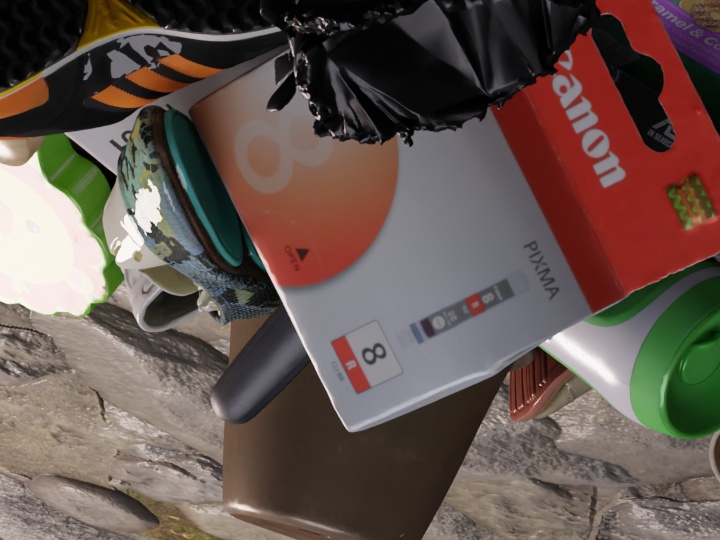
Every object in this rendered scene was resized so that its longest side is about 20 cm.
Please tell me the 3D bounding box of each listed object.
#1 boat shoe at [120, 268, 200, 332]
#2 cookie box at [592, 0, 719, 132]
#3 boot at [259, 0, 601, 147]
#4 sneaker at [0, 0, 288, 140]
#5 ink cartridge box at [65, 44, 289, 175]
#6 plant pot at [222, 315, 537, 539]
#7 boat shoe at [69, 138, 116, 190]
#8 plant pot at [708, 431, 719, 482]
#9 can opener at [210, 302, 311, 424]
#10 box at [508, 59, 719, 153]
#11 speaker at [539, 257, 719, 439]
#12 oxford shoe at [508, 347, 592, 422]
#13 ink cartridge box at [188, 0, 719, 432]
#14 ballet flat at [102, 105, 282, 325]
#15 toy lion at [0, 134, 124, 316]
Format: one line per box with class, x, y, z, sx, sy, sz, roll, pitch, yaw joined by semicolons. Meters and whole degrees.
boat shoe;-0.042;-0.028;1.028;0.199;0.066;0.072;-24;146;18
cookie box;0.196;-0.135;0.821;0.171;0.075;0.200;29;149;-24
boot;0.052;-0.128;0.710;0.198;0.163;0.074;-15;127;4
sneaker;-0.093;-0.106;0.849;0.199;0.070;0.090;-16;164;-3
ink cartridge box;-0.099;-0.135;0.914;0.146;0.086;0.200;-31;128;25
plant pot;-0.005;0.071;1.140;0.199;0.175;0.200;15;169;3
boat shoe;-0.120;-0.058;1.103;0.199;0.057;0.067;6;144;37
plant pot;0.295;0.053;1.041;0.200;0.135;0.200;12;152;7
can opener;0.000;0.000;0.910;0.079;0.200;0.063;49;-165;8
box;0.154;-0.043;0.918;0.200;0.044;0.160;31;-175;-5
speaker;0.105;0.000;0.942;0.200;0.088;0.088;38;172;44
oxford shoe;0.141;0.050;1.185;0.074;0.071;0.200;7;159;-13
ink cartridge box;0.044;-0.041;0.821;0.200;0.050;0.163;-27;89;32
ballet flat;-0.081;-0.016;0.908;0.074;0.075;0.200;5;163;19
toy lion;-0.219;-0.061;1.098;0.199;0.069;0.192;23;142;17
